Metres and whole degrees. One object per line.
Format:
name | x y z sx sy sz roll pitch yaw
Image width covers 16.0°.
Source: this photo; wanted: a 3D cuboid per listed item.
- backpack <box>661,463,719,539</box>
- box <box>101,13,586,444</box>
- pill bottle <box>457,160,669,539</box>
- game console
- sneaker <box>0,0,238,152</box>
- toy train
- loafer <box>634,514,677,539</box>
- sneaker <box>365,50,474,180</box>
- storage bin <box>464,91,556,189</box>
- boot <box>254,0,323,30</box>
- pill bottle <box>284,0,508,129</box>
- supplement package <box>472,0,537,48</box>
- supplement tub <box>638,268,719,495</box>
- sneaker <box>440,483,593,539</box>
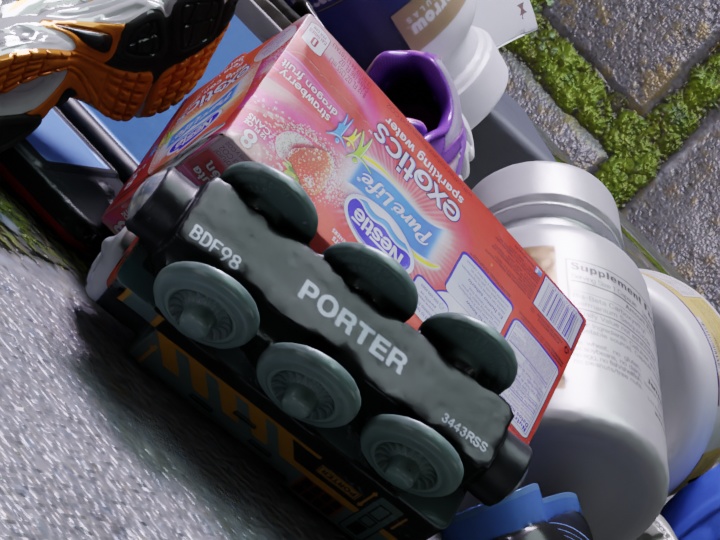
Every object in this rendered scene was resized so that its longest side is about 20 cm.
backpack | 0.263 0.195 1.415 0.200 0.162 0.168 43 27 -19
box | -0.005 0.000 1.150 0.200 0.095 0.100 47 42 -15
pill bottle | 0.096 0.042 1.326 0.114 0.114 0.201 38 33 -31
game console | -0.134 -0.116 1.209 0.200 0.119 0.172 45 9 10
sneaker | -0.139 -0.114 1.138 0.092 0.076 0.200 44 35 22
toy train | -0.024 0.038 1.065 0.200 0.114 0.085 37 54 -10
loafer | 0.134 0.150 1.336 0.070 0.070 0.200 58 9 -40
sneaker | 0.013 -0.031 1.297 0.080 0.201 0.089 8 -33 4
storage bin | 0.059 -0.057 1.716 0.145 0.134 0.200 41 11 -17
boot | -0.058 -0.070 1.291 0.200 0.131 0.068 50 11 31
pill bottle | -0.006 -0.163 1.403 0.200 0.115 0.116 55 3 -28
supplement package | -0.013 -0.178 1.557 0.200 0.111 0.157 -31 105 -43
supplement tub | 0.150 0.070 1.522 0.145 0.145 0.200 46 9 11
sneaker | 0.077 0.146 1.168 0.200 0.070 0.078 31 38 -76
